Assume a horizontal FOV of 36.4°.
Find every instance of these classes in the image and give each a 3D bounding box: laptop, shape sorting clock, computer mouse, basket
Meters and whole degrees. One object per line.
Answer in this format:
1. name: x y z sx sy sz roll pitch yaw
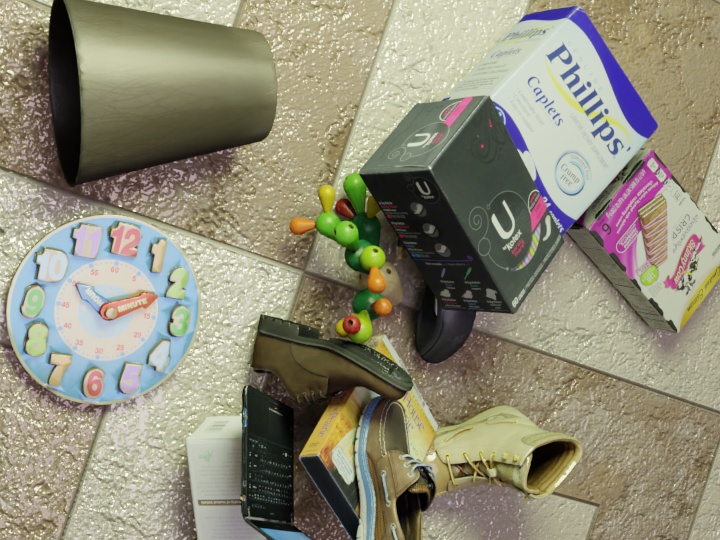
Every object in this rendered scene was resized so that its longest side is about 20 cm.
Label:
1. laptop: -0.050 0.227 1.119 0.103 0.177 0.201 -4 74 10
2. shape sorting clock: -0.261 0.042 1.127 0.199 0.039 0.201 -3 98 -23
3. computer mouse: 0.092 0.009 1.253 0.140 0.046 0.201 12 91 -43
4. basket: -0.194 -0.180 1.080 0.199 0.136 0.181 -7 104 -26

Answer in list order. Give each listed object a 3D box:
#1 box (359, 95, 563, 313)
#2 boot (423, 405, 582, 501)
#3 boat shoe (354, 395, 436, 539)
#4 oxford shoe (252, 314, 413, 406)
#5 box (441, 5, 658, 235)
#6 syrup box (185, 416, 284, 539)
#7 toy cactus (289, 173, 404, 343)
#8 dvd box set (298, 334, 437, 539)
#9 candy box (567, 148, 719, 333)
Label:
1. box: 0.111 -0.067 1.157 0.122 0.106 0.200 -52 124 -29
2. boot: 0.141 0.229 1.263 0.199 0.155 0.073 -21 105 -20
3. boat shoe: 0.042 0.226 1.135 0.072 0.072 0.201 27 55 -50
4. oxford shoe: -0.032 0.111 1.161 0.073 0.199 0.085 20 85 -55
5. box: 0.211 -0.170 1.262 0.200 0.105 0.184 -47 112 -17
6. syrup box: -0.130 0.264 1.176 0.081 0.079 0.201 -3 100 10
7. toy cactus: 0.000 0.000 1.194 0.102 0.201 0.165 -21 149 13
8. dvd box set: 0.015 0.188 1.206 0.147 0.029 0.200 61 36 -23
9. candy box: 0.367 -0.037 1.379 0.200 0.061 0.137 44 78 -23
